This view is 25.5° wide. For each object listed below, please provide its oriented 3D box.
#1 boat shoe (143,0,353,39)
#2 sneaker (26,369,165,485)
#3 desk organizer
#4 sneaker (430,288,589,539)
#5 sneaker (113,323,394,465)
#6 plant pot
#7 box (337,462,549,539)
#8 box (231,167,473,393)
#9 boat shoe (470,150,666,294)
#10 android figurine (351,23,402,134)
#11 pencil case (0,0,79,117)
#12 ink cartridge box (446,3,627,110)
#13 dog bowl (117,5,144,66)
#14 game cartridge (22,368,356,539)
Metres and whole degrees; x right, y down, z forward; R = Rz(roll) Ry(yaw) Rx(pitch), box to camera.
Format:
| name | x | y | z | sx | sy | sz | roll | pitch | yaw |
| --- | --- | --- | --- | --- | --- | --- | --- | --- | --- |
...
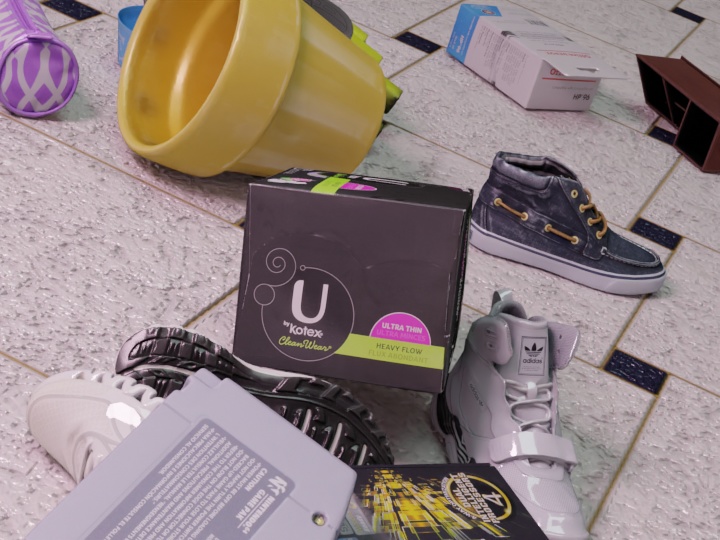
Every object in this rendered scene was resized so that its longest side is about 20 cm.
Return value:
| name | x | y | z | sx | sy | sz | roll | pitch | yaw |
| --- | --- | --- | --- | --- | --- | --- | --- | --- | --- |
| boat shoe | -0.108 | -0.232 | 1.524 | 0.200 | 0.065 | 0.075 | 3 | 45 | -10 |
| sneaker | -0.127 | 0.126 | 0.932 | 0.199 | 0.076 | 0.081 | 29 | 37 | 23 |
| desk organizer | 0.406 | -0.192 | 1.945 | 0.077 | 0.072 | 0.200 | 2 | 30 | -27 |
| sneaker | 0.111 | 0.100 | 1.092 | 0.075 | 0.116 | 0.200 | 7 | 28 | -23 |
| sneaker | -0.067 | 0.096 | 1.029 | 0.199 | 0.074 | 0.079 | 28 | -17 | -9 |
| plant pot | -0.087 | -0.167 | 1.420 | 0.188 | 0.201 | 0.201 | 20 | 21 | -34 |
| box | 0.054 | 0.194 | 0.939 | 0.160 | 0.049 | 0.200 | 2 | 33 | -30 |
| box | 0.000 | 0.000 | 1.119 | 0.147 | 0.125 | 0.200 | 7 | 7 | 4 |
| boat shoe | 0.202 | -0.044 | 1.476 | 0.199 | 0.091 | 0.071 | 15 | 25 | -10 |
| android figurine | -0.054 | -0.210 | 1.607 | 0.199 | 0.041 | 0.183 | 34 | 46 | -9 |
| pencil case | -0.317 | -0.218 | 1.468 | 0.083 | 0.086 | 0.200 | 1 | 31 | -29 |
| ink cartridge box | 0.212 | -0.249 | 1.923 | 0.115 | 0.068 | 0.200 | -3 | 33 | -39 |
| dog bowl | -0.164 | -0.226 | 1.635 | 0.199 | 0.050 | 0.111 | -9 | 37 | -45 |
| game cartridge | -0.094 | 0.151 | 0.854 | 0.133 | 0.041 | 0.200 | 32 | 49 | 15 |
